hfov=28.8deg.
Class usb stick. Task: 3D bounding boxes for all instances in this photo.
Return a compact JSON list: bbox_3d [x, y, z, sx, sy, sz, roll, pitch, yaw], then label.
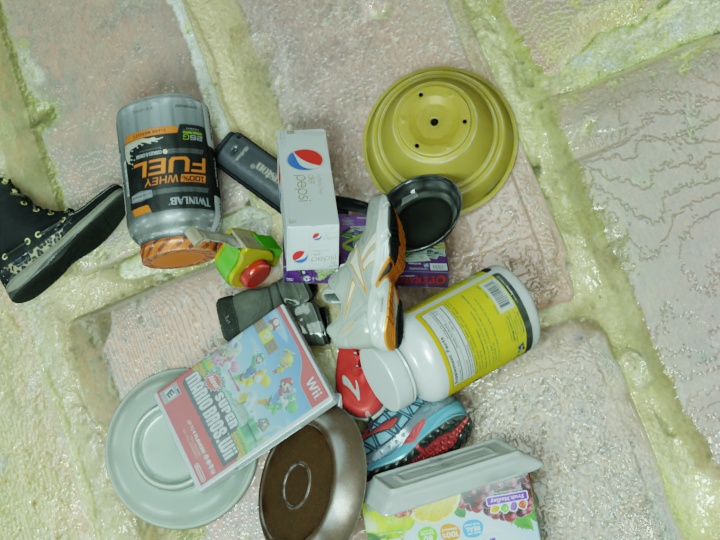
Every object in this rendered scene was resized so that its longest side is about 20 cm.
[{"bbox_3d":[-0.102,-0.106,1.790,0.199,0.033,0.056,36,87,14],"label":"usb stick"}]

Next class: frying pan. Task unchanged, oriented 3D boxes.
[{"bbox_3d":[0.036,-0.058,1.697,0.188,0.031,0.116,-13,50,20],"label":"frying pan"}]

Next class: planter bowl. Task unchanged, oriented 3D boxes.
[{"bbox_3d":[0.095,-0.173,1.744,0.198,0.083,0.202,-2,77,9],"label":"planter bowl"}]

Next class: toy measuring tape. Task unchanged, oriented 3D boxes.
[{"bbox_3d":[-0.163,-0.015,1.704,0.073,0.200,0.074,-2,86,28],"label":"toy measuring tape"}]

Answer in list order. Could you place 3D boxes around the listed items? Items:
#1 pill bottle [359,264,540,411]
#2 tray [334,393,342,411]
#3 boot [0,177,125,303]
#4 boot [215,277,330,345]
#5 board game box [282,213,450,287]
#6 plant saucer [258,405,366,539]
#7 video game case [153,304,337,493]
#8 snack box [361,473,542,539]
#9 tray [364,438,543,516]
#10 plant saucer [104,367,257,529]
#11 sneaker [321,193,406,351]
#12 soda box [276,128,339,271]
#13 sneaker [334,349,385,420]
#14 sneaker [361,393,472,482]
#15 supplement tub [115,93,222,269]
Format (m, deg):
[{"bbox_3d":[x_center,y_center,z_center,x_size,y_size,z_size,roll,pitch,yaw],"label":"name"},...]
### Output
[{"bbox_3d":[0.104,0.083,1.649,0.199,0.113,0.113,-27,75,-20],"label":"pill bottle"},{"bbox_3d":[-0.057,0.252,1.684,0.022,0.107,0.202,16,71,-31],"label":"tray"},{"bbox_3d":[-0.412,-0.076,1.813,0.203,0.074,0.154,-42,73,-2],"label":"boot"},{"bbox_3d":[-0.095,0.102,1.728,0.130,0.068,0.202,-18,74,7],"label":"boot"},{"bbox_3d":[0.004,-0.026,1.701,0.198,0.032,0.121,2,40,-5],"label":"board game box"},{"bbox_3d":[-0.065,0.254,1.646,0.200,0.032,0.202,-27,55,45],"label":"plant saucer"},{"bbox_3d":[-0.140,0.153,1.676,0.199,0.017,0.144,-35,63,8],"label":"video game case"},{"bbox_3d":[0.111,0.315,1.641,0.198,0.053,0.144,-11,99,7],"label":"snack box"},{"bbox_3d":[0.100,0.231,1.608,0.198,0.107,0.022,-15,99,-16],"label":"tray"},{"bbox_3d":[-0.226,0.218,1.736,0.198,0.050,0.202,-2,79,8],"label":"plant saucer"},{"bbox_3d":[0.000,0.000,1.609,0.091,0.076,0.201,-6,57,17],"label":"sneaker"},{"bbox_3d":[-0.064,-0.088,1.686,0.063,0.069,0.201,-3,40,-6],"label":"soda box"},{"bbox_3d":[-0.002,0.080,1.696,0.076,0.085,0.202,-5,65,13],"label":"sneaker"},{"bbox_3d":[0.039,0.208,1.696,0.199,0.079,0.096,-33,48,8],"label":"sneaker"},{"bbox_3d":[-0.239,-0.110,1.766,0.121,0.123,0.202,-11,78,7],"label":"supplement tub"}]
